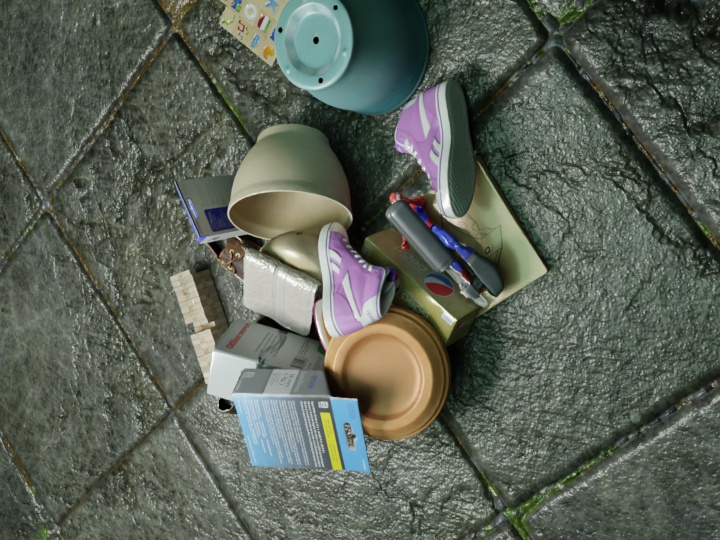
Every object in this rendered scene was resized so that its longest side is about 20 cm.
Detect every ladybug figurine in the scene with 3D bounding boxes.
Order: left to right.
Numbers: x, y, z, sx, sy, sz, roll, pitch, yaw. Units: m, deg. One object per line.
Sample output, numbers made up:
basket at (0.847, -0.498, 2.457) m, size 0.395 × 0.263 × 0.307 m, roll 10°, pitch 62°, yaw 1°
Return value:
ladybug figurine at (-0.102, -0.007, 1.384) m, size 0.134 × 0.073 × 0.200 m, roll 31°, pitch 154°, yaw -5°

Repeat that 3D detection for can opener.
can opener at (0.123, -0.031, 1.211) m, size 0.067 × 0.053 × 0.200 m, roll -43°, pitch 97°, yaw -6°

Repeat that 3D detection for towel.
towel at (-0.131, 0.040, 1.374) m, size 0.130 × 0.035 × 0.201 m, roll 25°, pitch 154°, yaw 6°

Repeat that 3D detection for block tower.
block tower at (-0.280, 0.096, 1.551) m, size 0.053 × 0.058 × 0.205 m, roll -19°, pitch 91°, yaw 30°

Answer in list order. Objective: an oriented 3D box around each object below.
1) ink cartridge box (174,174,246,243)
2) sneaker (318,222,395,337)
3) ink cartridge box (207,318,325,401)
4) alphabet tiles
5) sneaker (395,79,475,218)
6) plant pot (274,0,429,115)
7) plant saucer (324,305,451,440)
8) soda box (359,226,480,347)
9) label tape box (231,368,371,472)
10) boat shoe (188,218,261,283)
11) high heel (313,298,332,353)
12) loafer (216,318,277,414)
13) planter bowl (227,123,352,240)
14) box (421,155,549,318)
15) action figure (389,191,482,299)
ink cartridge box at (-0.237, -0.103, 1.405) m, size 0.039 × 0.199 × 0.101 m, roll -26°, pitch 86°, yaw 27°
sneaker at (0.000, 0.001, 1.273) m, size 0.112 × 0.073 × 0.204 m, roll -21°, pitch 52°, yaw 17°
ink cartridge box at (-0.136, 0.163, 1.393) m, size 0.195 × 0.147 × 0.085 m, roll 16°, pitch 109°, yaw 6°
alphabet tiles at (-0.156, -0.448, 1.407) m, size 0.199 × 0.006 × 0.168 m, roll 40°, pitch 116°, yaw 18°
sneaker at (0.105, -0.165, 1.250) m, size 0.113 × 0.072 × 0.206 m, roll -15°, pitch 68°, yaw 39°
plant pot at (-0.023, -0.330, 1.247) m, size 0.196 × 0.187 × 0.206 m, roll 6°, pitch 102°, yaw 28°
plant saucer at (0.036, 0.155, 1.261) m, size 0.195 × 0.037 × 0.206 m, roll 2°, pitch 97°, yaw 15°
soda box at (0.085, 0.023, 1.300) m, size 0.200 × 0.067 × 0.065 m, roll 43°, pitch 133°, yaw 23°
label tape box at (-0.081, 0.226, 1.283) m, size 0.195 × 0.064 × 0.147 m, roll 0°, pitch 122°, yaw 16°
boat shoe at (-0.226, -0.034, 1.488) m, size 0.200 × 0.070 × 0.071 m, roll 45°, pitch 116°, yaw 14°
high heel at (-0.020, 0.124, 1.358) m, size 0.067 × 0.096 × 0.201 m, roll -41°, pitch 106°, yaw -8°
loafer at (-0.199, 0.180, 1.509) m, size 0.072 × 0.071 × 0.204 m, roll 31°, pitch 113°, yaw 21°
planter bowl at (-0.109, -0.145, 1.344) m, size 0.196 × 0.199 × 0.138 m, roll -11°, pitch 68°, yaw 30°
box at (0.168, -0.044, 1.285) m, size 0.162 × 0.021 × 0.203 m, roll -35°, pitch 81°, yaw 30°
action figure at (0.103, -0.045, 1.257) m, size 0.200 × 0.098 × 0.066 m, roll 47°, pitch 117°, yaw 18°
